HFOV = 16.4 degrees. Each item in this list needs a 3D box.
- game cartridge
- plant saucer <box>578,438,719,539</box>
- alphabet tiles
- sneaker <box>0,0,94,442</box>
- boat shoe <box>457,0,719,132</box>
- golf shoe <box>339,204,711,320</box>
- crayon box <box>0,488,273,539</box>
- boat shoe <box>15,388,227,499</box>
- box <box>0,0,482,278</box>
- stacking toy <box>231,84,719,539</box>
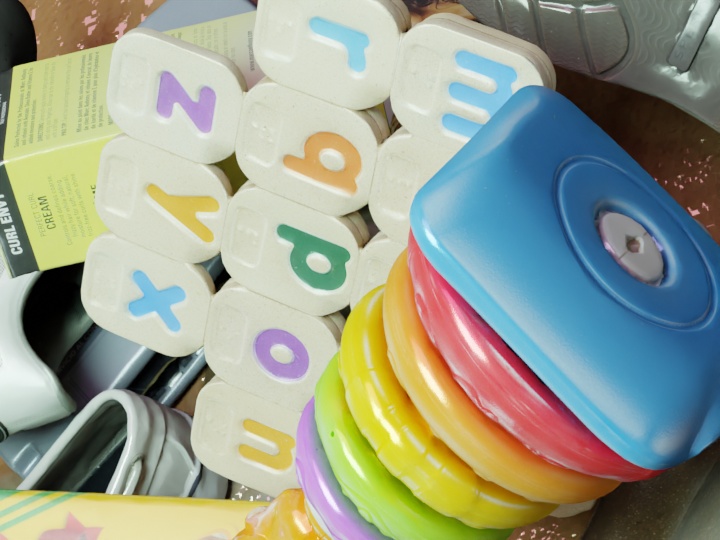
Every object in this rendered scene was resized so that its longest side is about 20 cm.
[{"bbox_3d":[-0.091,-0.018,1.002,0.200,0.041,0.133,-50,52,3],"label":"game cartridge"},{"bbox_3d":[0.121,0.050,0.746,0.032,0.200,0.201,35,94,-3],"label":"plant saucer"},{"bbox_3d":[0.000,0.000,0.830,0.194,0.201,0.015,21,34,15],"label":"alphabet tiles"},{"bbox_3d":[-0.129,-0.022,0.971,0.088,0.074,0.201,-5,61,14],"label":"sneaker"},{"bbox_3d":[0.098,-0.098,0.840,0.199,0.072,0.076,35,112,8],"label":"boat shoe"},{"bbox_3d":[0.035,-0.010,0.883,0.199,0.075,0.092,-8,58,31],"label":"golf shoe"},{"bbox_3d":[-0.086,0.141,0.853,0.198,0.051,0.128,0,74,14],"label":"crayon box"},{"bbox_3d":[-0.130,0.130,0.928,0.200,0.066,0.072,-49,48,3],"label":"boat shoe"},{"bbox_3d":[-0.035,-0.056,0.888,0.198,0.050,0.075,-14,31,2],"label":"box"},{"bbox_3d":[0.019,0.051,0.761,0.110,0.116,0.200,45,123,0],"label":"stacking toy"}]
